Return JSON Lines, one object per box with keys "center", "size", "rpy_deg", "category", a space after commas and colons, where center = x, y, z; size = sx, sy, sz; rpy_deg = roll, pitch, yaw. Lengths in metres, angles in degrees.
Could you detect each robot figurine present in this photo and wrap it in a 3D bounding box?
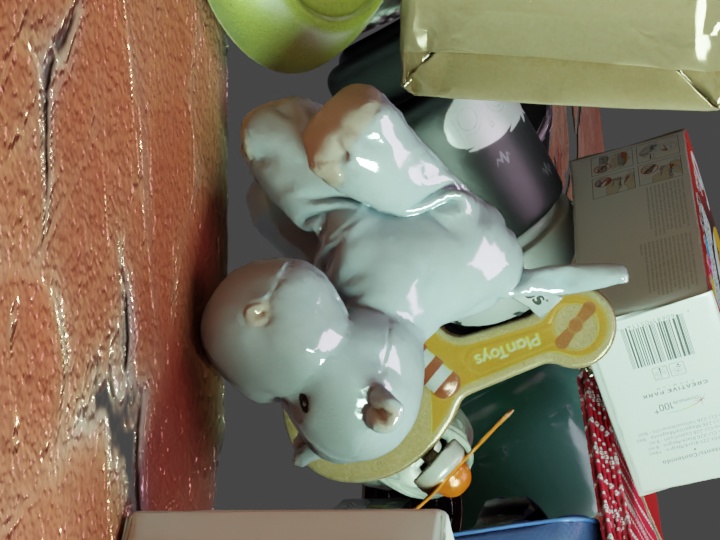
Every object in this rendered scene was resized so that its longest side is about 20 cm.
{"center": [0.056, -0.061, 1.307], "size": [0.150, 0.124, 0.201], "rpy_deg": [-40, 108, -30], "category": "robot figurine"}

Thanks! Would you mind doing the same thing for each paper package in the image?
{"center": [0.129, -0.184, 1.216], "size": [0.201, 0.189, 0.104], "rpy_deg": [-74, 166, -58], "category": "paper package"}

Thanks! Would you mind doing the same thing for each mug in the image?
{"center": [0.094, 0.137, 1.477], "size": [0.115, 0.184, 0.152], "rpy_deg": [61, 24, -4], "category": "mug"}

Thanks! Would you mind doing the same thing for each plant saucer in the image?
{"center": [-0.024, -0.205, 1.075], "size": [0.199, 0.031, 0.202], "rpy_deg": [-12, 104, -58], "category": "plant saucer"}

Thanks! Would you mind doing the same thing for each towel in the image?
{"center": [0.173, 0.177, 1.251], "size": [0.145, 0.022, 0.201], "rpy_deg": [60, 18, -45], "category": "towel"}

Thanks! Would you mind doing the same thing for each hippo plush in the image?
{"center": [-0.006, 0.023, 1.052], "size": [0.162, 0.199, 0.159], "rpy_deg": [-60, -164, -24], "category": "hippo plush"}

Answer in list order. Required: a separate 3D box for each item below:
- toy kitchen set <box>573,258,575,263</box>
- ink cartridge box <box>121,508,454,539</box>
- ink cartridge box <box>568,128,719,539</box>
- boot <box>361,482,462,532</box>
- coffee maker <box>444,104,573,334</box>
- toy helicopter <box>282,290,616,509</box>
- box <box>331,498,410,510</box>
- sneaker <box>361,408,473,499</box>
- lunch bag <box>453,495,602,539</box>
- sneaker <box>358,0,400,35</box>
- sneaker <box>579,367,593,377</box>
{"center": [0.264, 0.047, 2.244], "size": [0.201, 0.161, 0.182], "rpy_deg": [-74, 158, -55], "category": "toy kitchen set"}
{"center": [-0.024, 0.220, 0.895], "size": [0.201, 0.145, 0.147], "rpy_deg": [75, 19, -45], "category": "ink cartridge box"}
{"center": [0.196, 0.040, 1.282], "size": [0.201, 0.083, 0.177], "rpy_deg": [-84, 155, -58], "category": "ink cartridge box"}
{"center": [0.031, 0.197, 1.409], "size": [0.097, 0.074, 0.202], "rpy_deg": [139, -58, -72], "category": "boot"}
{"center": [0.088, -0.025, 1.494], "size": [0.200, 0.133, 0.194], "rpy_deg": [62, 30, -63], "category": "coffee maker"}
{"center": [0.053, 0.066, 1.151], "size": [0.079, 0.198, 0.133], "rpy_deg": [-7, 78, -78], "category": "toy helicopter"}
{"center": [-0.005, 0.231, 1.213], "size": [0.200, 0.048, 0.160], "rpy_deg": [-18, 106, -78], "category": "box"}
{"center": [0.037, 0.114, 1.285], "size": [0.076, 0.081, 0.200], "rpy_deg": [-67, 158, 2], "category": "sneaker"}
{"center": [0.099, 0.212, 1.265], "size": [0.200, 0.135, 0.134], "rpy_deg": [41, 42, -67], "category": "lunch bag"}
{"center": [0.005, -0.197, 1.316], "size": [0.200, 0.076, 0.081], "rpy_deg": [-50, 119, -74], "category": "sneaker"}
{"center": [0.120, 0.086, 1.623], "size": [0.200, 0.070, 0.076], "rpy_deg": [-48, -148, 34], "category": "sneaker"}
